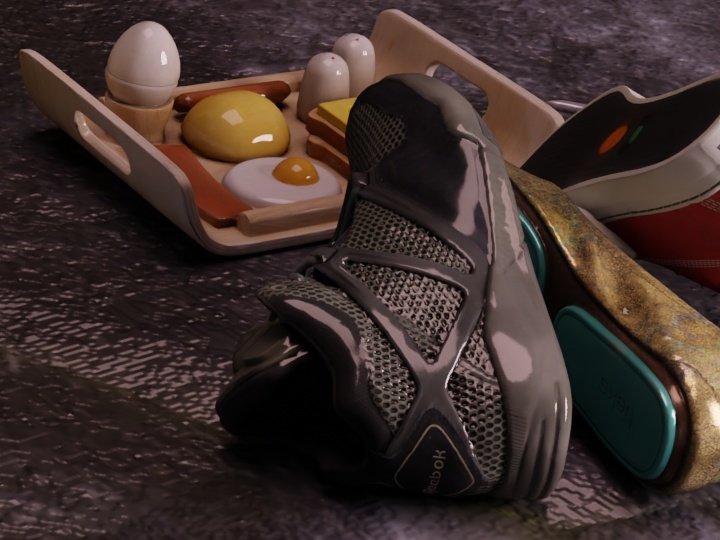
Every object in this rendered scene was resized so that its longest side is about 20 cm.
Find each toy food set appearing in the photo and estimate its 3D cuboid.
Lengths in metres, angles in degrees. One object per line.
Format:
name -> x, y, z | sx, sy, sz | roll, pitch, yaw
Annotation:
toy food set -> -0.029, -0.073, 1.151 | 0.200, 0.060, 0.143 | -11, 32, -33

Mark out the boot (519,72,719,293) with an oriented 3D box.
boot -> 0.144, -0.006, 1.069 | 0.144, 0.072, 0.200 | 44, -15, -16

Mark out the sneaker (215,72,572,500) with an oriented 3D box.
sneaker -> 0.000, 0.000, 0.961 | 0.114, 0.076, 0.199 | 0, 48, -15

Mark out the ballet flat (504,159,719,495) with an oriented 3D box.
ballet flat -> 0.089, 0.015, 1.002 | 0.071, 0.071, 0.200 | -8, 36, -29

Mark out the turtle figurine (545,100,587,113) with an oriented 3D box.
turtle figurine -> 0.218, -0.092, 1.161 | 0.194, 0.144, 0.200 | 4, 22, -25
